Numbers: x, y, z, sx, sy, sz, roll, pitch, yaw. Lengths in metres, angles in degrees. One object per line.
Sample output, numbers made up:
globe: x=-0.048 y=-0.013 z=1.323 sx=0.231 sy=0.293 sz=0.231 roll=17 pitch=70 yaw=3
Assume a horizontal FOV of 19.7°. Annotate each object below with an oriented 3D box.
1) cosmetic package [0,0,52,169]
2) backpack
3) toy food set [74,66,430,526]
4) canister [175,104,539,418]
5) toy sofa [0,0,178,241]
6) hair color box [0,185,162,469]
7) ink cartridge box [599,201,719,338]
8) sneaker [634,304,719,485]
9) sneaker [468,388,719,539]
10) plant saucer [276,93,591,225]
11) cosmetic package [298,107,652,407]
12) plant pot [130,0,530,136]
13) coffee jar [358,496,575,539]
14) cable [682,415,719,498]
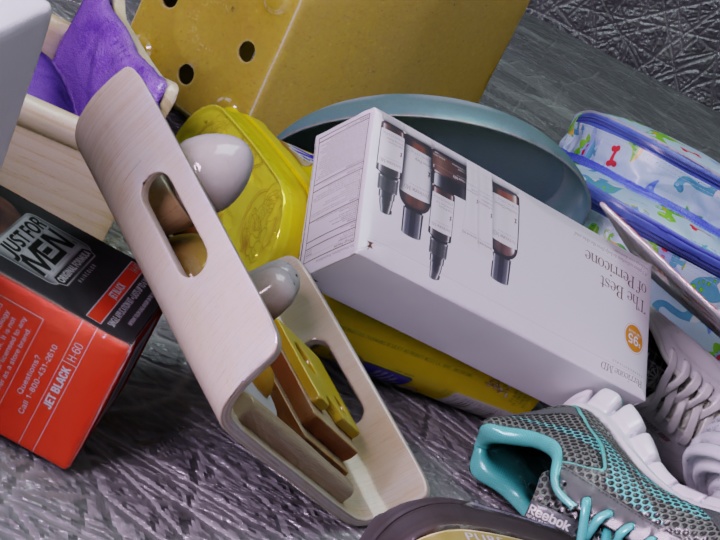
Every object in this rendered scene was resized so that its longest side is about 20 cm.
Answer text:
cosmetic package: x=-0.242 y=-0.060 z=0.654 sx=0.199 sy=0.123 sz=0.200 roll=32 pitch=31 yaw=10
backpack: x=0.181 y=-0.016 z=1.358 sx=0.182 sy=0.147 sz=0.200 roll=27 pitch=8 yaw=-8
toy food set: x=-0.036 y=0.014 z=0.858 sx=0.144 sy=0.060 sz=0.200 roll=59 pitch=6 yaw=29
canister: x=0.000 y=0.000 z=1.109 sx=0.199 sy=0.087 sz=0.149 roll=22 pitch=16 yaw=-33
toy sofa: x=-0.169 y=-0.099 z=1.094 sx=0.083 sy=0.098 sz=0.200 roll=23 pitch=16 yaw=-25
hair color box: x=-0.180 y=-0.007 z=0.825 sx=0.199 sy=0.061 sz=0.102 roll=28 pitch=14 yaw=-3
ink cartridge box: x=0.218 y=0.028 z=1.141 sx=0.176 sy=0.045 sz=0.200 roll=47 pitch=4 yaw=16
sneaker: x=0.176 y=0.072 z=1.171 sx=0.200 sy=0.077 sz=0.081 roll=39 pitch=2 yaw=0
sneaker: x=0.119 y=0.125 z=0.973 sx=0.091 sy=0.078 sz=0.200 roll=2 pitch=23 yaw=-32
plant saucer: x=0.038 y=-0.056 z=1.229 sx=0.199 sy=0.028 sz=0.200 roll=6 pitch=-24 yaw=3
cosmetic package: x=0.063 y=0.001 z=1.038 sx=0.199 sy=0.083 sz=0.051 roll=26 pitch=-31 yaw=-33
plant pot: x=-0.042 y=-0.158 z=1.383 sx=0.195 sy=0.195 sz=0.200 roll=36 pitch=22 yaw=26
coffee jar: x=0.060 y=0.156 z=0.680 sx=0.104 sy=0.086 sz=0.200 roll=19 pitch=18 yaw=-25
cable: x=0.246 y=0.136 z=1.000 sx=0.200 sy=0.069 sz=0.200 roll=39 pitch=-10 yaw=30
